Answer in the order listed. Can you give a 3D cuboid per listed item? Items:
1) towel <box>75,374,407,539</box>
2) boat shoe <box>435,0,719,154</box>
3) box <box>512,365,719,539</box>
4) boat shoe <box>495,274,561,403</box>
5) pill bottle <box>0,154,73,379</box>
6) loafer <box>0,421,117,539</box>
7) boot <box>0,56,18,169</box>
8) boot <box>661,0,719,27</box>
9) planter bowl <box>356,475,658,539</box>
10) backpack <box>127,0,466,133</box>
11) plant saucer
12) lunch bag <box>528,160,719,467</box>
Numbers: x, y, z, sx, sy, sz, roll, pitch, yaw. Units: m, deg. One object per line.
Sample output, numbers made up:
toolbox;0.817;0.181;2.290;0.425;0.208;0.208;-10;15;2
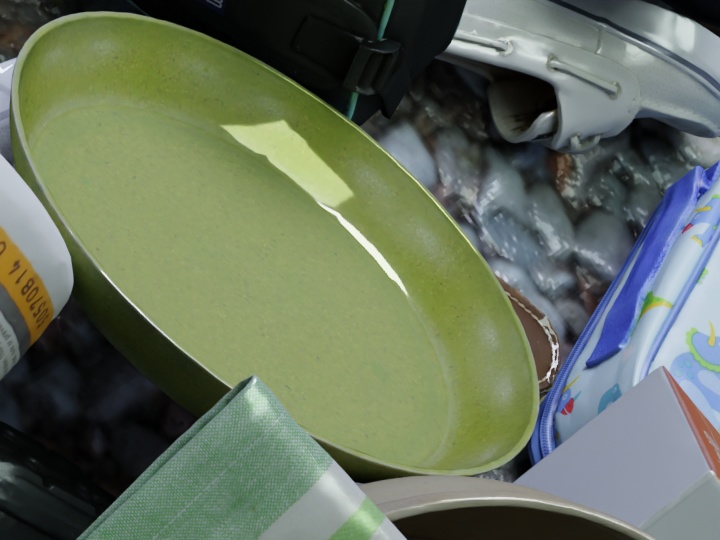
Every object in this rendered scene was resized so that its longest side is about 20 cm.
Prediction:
towel;-0.019;0.150;0.789;0.153;0.023;0.200;-43;105;-3
boat shoe;0.077;-0.081;1.188;0.200;0.071;0.070;23;81;-34
box;0.136;0.150;1.023;0.200;0.097;0.124;49;8;-13
boat shoe;0.000;0.006;1.059;0.202;0.075;0.075;17;57;-32
pill bottle;-0.183;0.037;0.821;0.116;0.116;0.200;45;72;-11
loafer;-0.077;0.113;0.949;0.200;0.070;0.068;34;6;-36
boot;-0.141;0.001;0.958;0.200;0.073;0.096;-33;95;-37
boot;0.139;-0.139;1.196;0.200;0.077;0.168;28;10;-19
planter bowl;0.015;0.149;0.877;0.199;0.135;0.201;-2;100;-13
backpack;-0.039;-0.171;1.048;0.200;0.176;0.153;30;48;10
plant saucer;-0.031;-0.002;0.935;0.200;0.031;0.200;31;27;-18
lunch bag;0.160;0.051;1.163;0.161;0.082;0.200;44;46;-13
